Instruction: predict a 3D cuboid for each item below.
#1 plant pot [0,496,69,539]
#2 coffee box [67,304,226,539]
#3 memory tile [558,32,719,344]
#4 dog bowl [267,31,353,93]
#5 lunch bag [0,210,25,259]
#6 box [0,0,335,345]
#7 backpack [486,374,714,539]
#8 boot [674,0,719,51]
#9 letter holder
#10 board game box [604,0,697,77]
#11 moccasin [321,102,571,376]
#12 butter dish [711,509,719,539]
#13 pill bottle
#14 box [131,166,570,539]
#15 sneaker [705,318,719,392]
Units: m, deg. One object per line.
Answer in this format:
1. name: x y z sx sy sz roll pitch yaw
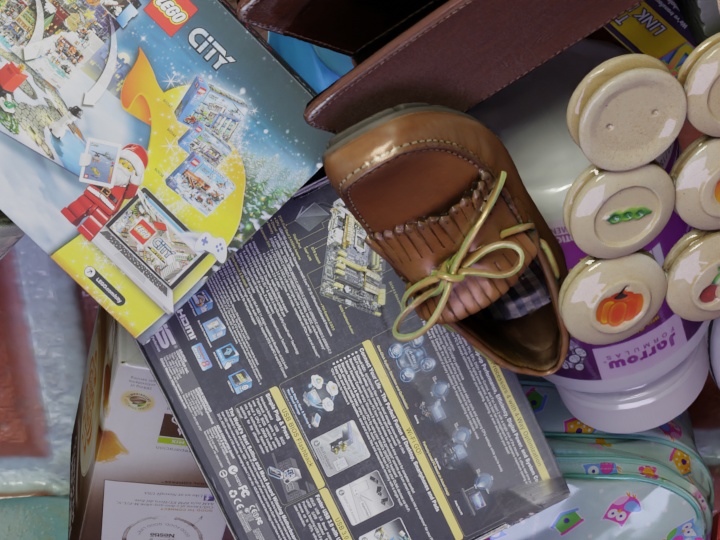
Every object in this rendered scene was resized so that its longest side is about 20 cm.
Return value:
1. plant pot: -0.182 0.248 1.446 0.199 0.196 0.197 -26 133 13
2. coffee box: -0.106 0.075 1.306 0.079 0.115 0.201 6 136 -11
3. memory tile: 0.181 -0.043 1.065 0.199 0.017 0.154 -12 130 -15
4. dog bowl: -0.003 -0.152 1.112 0.111 0.050 0.200 -13 137 12
5. lunch bag: -0.270 -0.041 1.171 0.200 0.118 0.164 34 125 -27
6. box: -0.120 -0.084 1.098 0.137 0.038 0.200 -44 103 5
7. backpack: 0.095 0.123 1.360 0.199 0.127 0.168 2 134 -10
8. boot: 0.212 -0.120 1.073 0.138 0.078 0.200 -24 138 8
9. letter holder: 0.038 -0.147 0.971 0.199 0.101 0.142 -31 158 27
10. board game box: 0.168 -0.170 1.096 0.165 0.057 0.200 -30 131 30
11. moccasin: 0.042 -0.008 1.055 0.073 0.078 0.201 -22 149 9
12. butter dish: 0.264 0.139 1.315 0.198 0.200 0.149 -7 121 19
13. pill bottle: 0.117 -0.010 1.225 0.112 0.113 0.201 -13 136 11
14. box: -0.010 0.054 1.185 0.160 0.049 0.201 -26 104 0
15. sneaker: 0.232 0.034 1.275 0.075 0.116 0.201 6 137 -9
